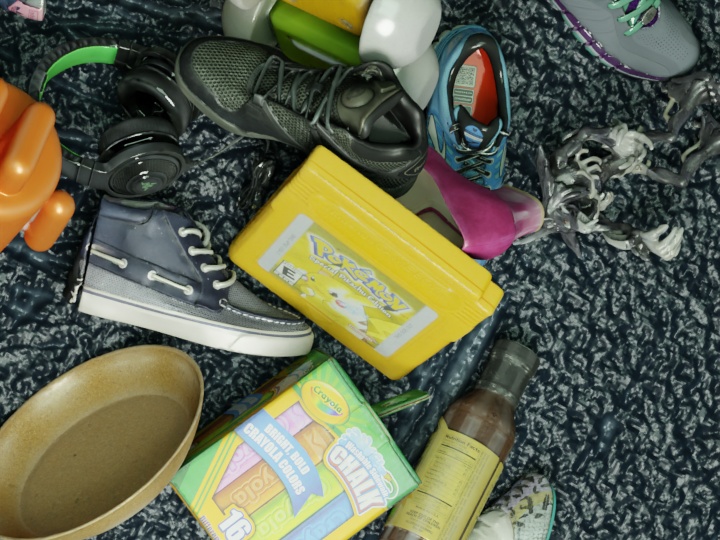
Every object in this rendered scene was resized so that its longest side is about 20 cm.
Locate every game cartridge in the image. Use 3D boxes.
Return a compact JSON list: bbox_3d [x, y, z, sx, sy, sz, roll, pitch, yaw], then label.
[{"bbox_3d":[0.000,0.000,1.482,0.176,0.200,0.033,37,65,-6],"label":"game cartridge"}]

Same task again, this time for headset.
[{"bbox_3d":[-0.163,-0.103,1.517,0.199,0.094,0.124,17,58,-7],"label":"headset"}]

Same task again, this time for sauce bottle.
[{"bbox_3d":[0.082,0.148,1.546,0.064,0.065,0.201,33,70,-6],"label":"sauce bottle"}]

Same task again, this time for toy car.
[{"bbox_3d":[-0.009,-0.219,1.491,0.174,0.200,0.151,26,69,12],"label":"toy car"}]

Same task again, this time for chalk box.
[{"bbox_3d":[-0.038,0.142,1.513,0.199,0.125,0.124,-37,95,-7],"label":"chalk box"}]

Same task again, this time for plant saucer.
[{"bbox_3d":[-0.198,0.138,1.471,0.199,0.200,0.036,-34,122,-6],"label":"plant saucer"}]

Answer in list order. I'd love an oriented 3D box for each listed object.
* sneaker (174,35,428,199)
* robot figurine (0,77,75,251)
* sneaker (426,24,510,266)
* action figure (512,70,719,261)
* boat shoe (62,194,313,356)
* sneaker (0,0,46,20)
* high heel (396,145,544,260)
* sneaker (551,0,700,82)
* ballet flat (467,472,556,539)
[{"bbox_3d":[-0.037,-0.128,1.420,0.198,0.114,0.077,29,68,-2],"label":"sneaker"},{"bbox_3d":[-0.294,-0.069,1.449,0.143,0.200,0.117,-10,74,-35],"label":"robot figurine"},{"bbox_3d":[0.079,-0.096,1.545,0.078,0.090,0.202,1,91,-7],"label":"sneaker"},{"bbox_3d":[0.213,-0.074,1.554,0.199,0.102,0.119,-34,122,-10],"label":"action figure"},{"bbox_3d":[-0.126,0.003,1.521,0.198,0.075,0.093,13,100,-7],"label":"boat shoe"},{"bbox_3d":[-0.280,-0.227,1.507,0.198,0.070,0.083,-15,89,-6],"label":"sneaker"},{"bbox_3d":[0.036,-0.052,1.492,0.199,0.096,0.068,24,117,33],"label":"high heel"},{"bbox_3d":[0.193,-0.222,1.561,0.199,0.088,0.075,37,86,-6],"label":"sneaker"},{"bbox_3d":[0.094,0.250,1.552,0.072,0.072,0.202,22,88,-7],"label":"ballet flat"}]
